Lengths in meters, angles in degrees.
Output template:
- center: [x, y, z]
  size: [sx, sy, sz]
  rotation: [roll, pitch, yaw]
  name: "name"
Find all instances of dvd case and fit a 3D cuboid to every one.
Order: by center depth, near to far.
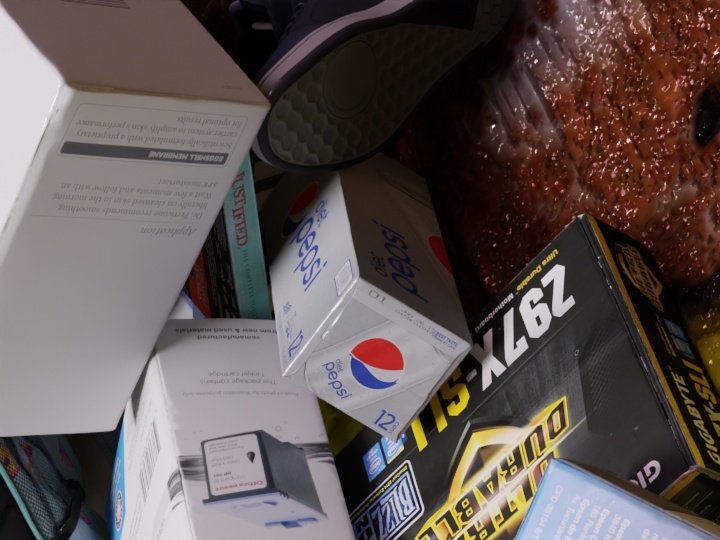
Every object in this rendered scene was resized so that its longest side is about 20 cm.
- center: [-0.105, -0.060, 1.150]
  size: [0.200, 0.022, 0.146]
  rotation: [45, 151, 44]
  name: "dvd case"

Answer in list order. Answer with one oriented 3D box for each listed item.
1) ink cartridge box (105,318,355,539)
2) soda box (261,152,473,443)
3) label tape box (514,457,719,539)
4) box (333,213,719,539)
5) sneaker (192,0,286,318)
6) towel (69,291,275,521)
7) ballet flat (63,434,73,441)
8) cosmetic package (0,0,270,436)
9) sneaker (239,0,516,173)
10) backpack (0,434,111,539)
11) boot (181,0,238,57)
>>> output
- center: [-0.063, 0.144, 1.070]
  size: [0.200, 0.086, 0.147]
  rotation: [-109, 26, -43]
  name: "ink cartridge box"
- center: [0.000, 0.000, 1.082]
  size: [0.063, 0.068, 0.200]
  rotation: [-53, 18, 17]
  name: "soda box"
- center: [0.136, 0.179, 0.838]
  size: [0.200, 0.063, 0.144]
  rotation: [26, 91, 29]
  name: "label tape box"
- center: [0.073, 0.097, 0.997]
  size: [0.200, 0.049, 0.160]
  rotation: [-46, 38, 26]
  name: "box"
- center: [-0.070, -0.061, 1.221]
  size: [0.075, 0.084, 0.200]
  rotation: [-10, 56, 41]
  name: "sneaker"
- center: [-0.116, 0.078, 1.275]
  size: [0.200, 0.024, 0.147]
  rotation: [-58, 34, 8]
  name: "towel"
- center: [-0.181, 0.049, 1.323]
  size: [0.074, 0.074, 0.200]
  rotation: [-37, 29, 34]
  name: "ballet flat"
- center: [-0.173, -0.058, 1.059]
  size: [0.199, 0.123, 0.200]
  rotation: [50, 123, 36]
  name: "cosmetic package"
- center: [-0.031, -0.123, 1.138]
  size: [0.146, 0.077, 0.202]
  rotation: [18, 40, 33]
  name: "sneaker"
- center: [-0.219, 0.156, 1.173]
  size: [0.176, 0.200, 0.153]
  rotation: [-27, 16, 12]
  name: "backpack"
- center: [-0.104, -0.149, 1.256]
  size: [0.075, 0.200, 0.074]
  rotation: [-46, 68, -4]
  name: "boot"
